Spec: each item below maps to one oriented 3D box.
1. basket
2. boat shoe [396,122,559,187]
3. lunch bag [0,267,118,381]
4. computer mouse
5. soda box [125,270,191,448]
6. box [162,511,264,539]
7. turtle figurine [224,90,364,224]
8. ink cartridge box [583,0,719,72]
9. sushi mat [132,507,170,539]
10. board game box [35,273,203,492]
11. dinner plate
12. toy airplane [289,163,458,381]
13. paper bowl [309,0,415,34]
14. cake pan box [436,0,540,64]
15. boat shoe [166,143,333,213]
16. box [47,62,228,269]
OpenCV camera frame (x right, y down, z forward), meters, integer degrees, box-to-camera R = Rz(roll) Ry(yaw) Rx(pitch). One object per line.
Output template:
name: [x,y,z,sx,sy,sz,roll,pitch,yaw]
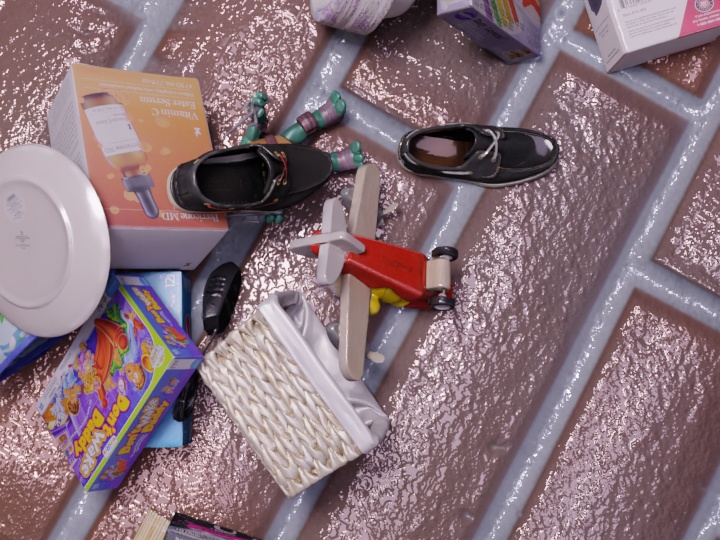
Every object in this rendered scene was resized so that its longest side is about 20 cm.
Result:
basket: [-0.075,0.137,1.054,0.123,0.136,0.201,-36,86,7]
boat shoe: [0.145,-0.142,1.126,0.198,0.068,0.072,1,82,-2]
lunch bag: [-0.399,0.010,1.069,0.200,0.127,0.170,-41,86,-15]
computer mouse: [-0.183,0.078,1.078,0.034,0.059,0.201,14,61,7]
soda box: [-0.235,0.104,1.092,0.067,0.064,0.202,-1,84,-1]
box: [-0.136,0.365,1.035,0.199,0.115,0.133,19,83,-6]
turtle figurine: [-0.103,-0.138,1.104,0.199,0.101,0.151,-20,104,-20]
ink cartridge box: [0.348,-0.366,1.144,0.144,0.084,0.201,-16,85,-3]
sushi mat: [-0.254,0.390,1.087,0.095,0.012,0.201,27,84,1]
board game box: [-0.271,0.124,1.034,0.135,0.045,0.200,46,112,29]
dinner plate: [-0.339,-0.029,0.959,0.199,0.024,0.202,4,98,27]
toy airplane: [0.000,0.000,1.071,0.200,0.141,0.200,-37,99,-37]
paper bowl: [0.018,-0.375,1.083,0.104,0.200,0.202,9,83,-19]
cake pan box: [0.150,-0.361,1.091,0.052,0.200,0.186,-6,80,34]
boat shoe: [-0.107,-0.100,1.011,0.200,0.063,0.074,-12,93,-37]
box: [-0.251,-0.111,1.042,0.151,0.106,0.201,-1,65,-35]
